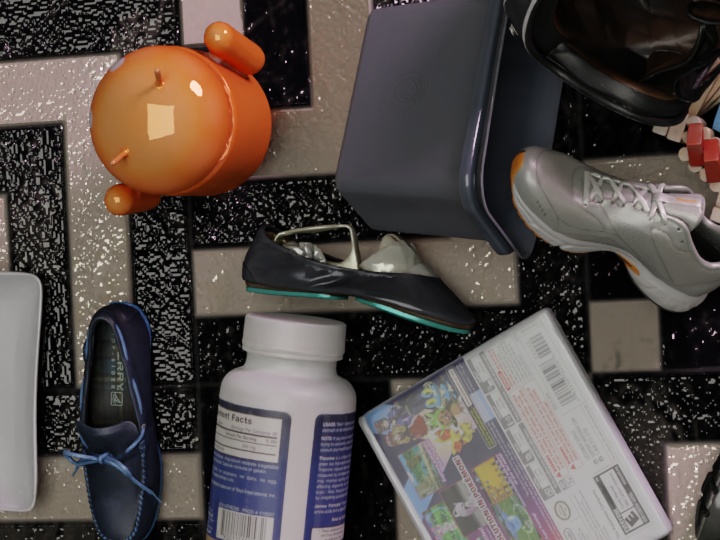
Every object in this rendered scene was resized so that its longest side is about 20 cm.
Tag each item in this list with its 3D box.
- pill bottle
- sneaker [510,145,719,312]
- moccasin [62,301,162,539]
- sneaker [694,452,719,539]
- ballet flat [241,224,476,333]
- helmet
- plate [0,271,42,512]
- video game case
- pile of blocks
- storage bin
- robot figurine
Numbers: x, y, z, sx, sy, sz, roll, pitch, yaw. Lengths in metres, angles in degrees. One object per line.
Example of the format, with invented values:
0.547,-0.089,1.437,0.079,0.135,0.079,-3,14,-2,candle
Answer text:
-0.061,0.138,1.632,0.110,0.111,0.202,7,93,15,pill bottle
0.204,-0.046,1.524,0.199,0.092,0.076,27,56,-23,sneaker
-0.211,0.128,1.695,0.080,0.068,0.202,-6,90,15,moccasin
0.319,0.123,1.556,0.079,0.075,0.202,19,104,3,sneaker
0.000,0.000,1.635,0.198,0.073,0.074,11,94,17,ballet flat
0.194,-0.220,1.470,0.190,0.200,0.201,34,100,1,helmet
-0.360,0.098,1.754,0.197,0.032,0.202,3,92,16,plate
0.121,0.161,1.629,0.181,0.023,0.201,-31,84,14,video game case
0.261,-0.114,1.562,0.082,0.062,0.201,-37,82,13,pile of blocks
0.069,-0.114,1.576,0.133,0.146,0.202,1,66,26,storage bin
-0.139,-0.117,1.600,0.143,0.200,0.118,-18,87,16,robot figurine
